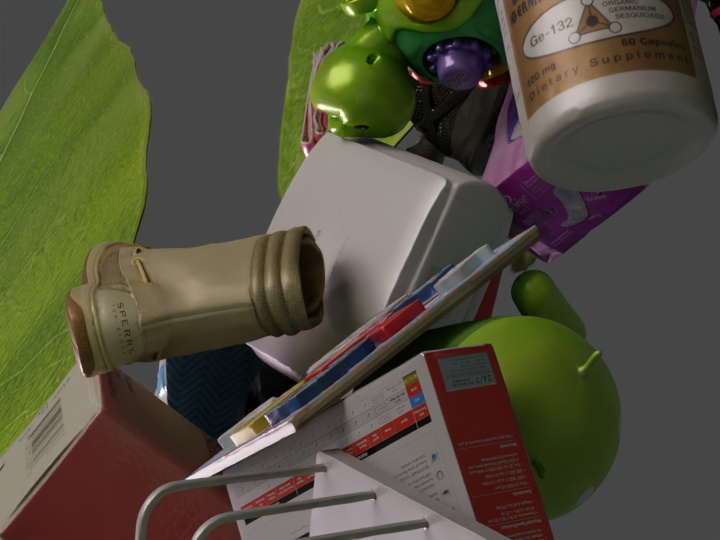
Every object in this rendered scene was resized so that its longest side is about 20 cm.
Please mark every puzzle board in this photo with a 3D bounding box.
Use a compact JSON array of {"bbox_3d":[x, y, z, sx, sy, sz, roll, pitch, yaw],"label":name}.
[{"bbox_3d":[-0.002,0.046,1.482,0.200,0.017,0.151,-37,3,-31],"label":"puzzle board"}]

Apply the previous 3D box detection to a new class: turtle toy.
[{"bbox_3d":[0.054,-0.159,1.712,0.200,0.101,0.146,-27,13,-9],"label":"turtle toy"}]

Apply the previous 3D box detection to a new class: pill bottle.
[{"bbox_3d":[0.138,-0.158,1.568,0.114,0.114,0.200,-36,54,43],"label":"pill bottle"}]

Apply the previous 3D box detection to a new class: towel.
[{"bbox_3d":[-0.013,-0.046,1.889,0.030,0.200,0.146,-4,32,7],"label":"towel"}]

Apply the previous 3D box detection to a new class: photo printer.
[{"bbox_3d":[0.000,0.000,1.691,0.200,0.069,0.167,27,93,59],"label":"photo printer"}]

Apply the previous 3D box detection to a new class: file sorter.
[{"bbox_3d":[-0.012,0.188,1.292,0.200,0.124,0.139,23,112,52],"label":"file sorter"}]

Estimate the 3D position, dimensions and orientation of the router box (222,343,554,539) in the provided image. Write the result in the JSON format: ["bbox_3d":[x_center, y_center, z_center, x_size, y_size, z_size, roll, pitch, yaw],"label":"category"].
[{"bbox_3d":[0.019,0.157,1.399,0.200,0.049,0.180,-32,70,48],"label":"router box"}]

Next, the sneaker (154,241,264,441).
[{"bbox_3d":[-0.110,0.074,1.809,0.081,0.076,0.200,-134,54,-67],"label":"sneaker"}]

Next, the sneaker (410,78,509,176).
[{"bbox_3d":[0.083,-0.178,1.857,0.076,0.114,0.200,-13,-50,-55],"label":"sneaker"}]

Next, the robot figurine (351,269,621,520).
[{"bbox_3d":[0.068,0.086,1.475,0.200,0.116,0.176,-14,49,63],"label":"robot figurine"}]

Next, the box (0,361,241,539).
[{"bbox_3d":[-0.124,0.163,1.677,0.109,0.200,0.128,-50,17,6],"label":"box"}]

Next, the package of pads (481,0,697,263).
[{"bbox_3d":[0.149,-0.112,1.709,0.120,0.076,0.200,-42,21,40],"label":"package of pads"}]

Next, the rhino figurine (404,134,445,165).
[{"bbox_3d":[0.034,-0.039,1.880,0.087,0.060,0.200,-43,24,30],"label":"rhino figurine"}]

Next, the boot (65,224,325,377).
[{"bbox_3d":[-0.098,0.010,1.663,0.155,0.073,0.200,-13,8,4],"label":"boot"}]

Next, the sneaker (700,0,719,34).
[{"bbox_3d":[0.232,-0.151,1.551,0.074,0.087,0.200,-38,24,40],"label":"sneaker"}]

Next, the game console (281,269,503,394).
[{"bbox_3d":[0.012,0.057,1.724,0.200,0.031,0.177,-15,53,53],"label":"game console"}]

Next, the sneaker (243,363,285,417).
[{"bbox_3d":[-0.063,0.077,1.901,0.200,0.070,0.082,-86,17,-61],"label":"sneaker"}]
